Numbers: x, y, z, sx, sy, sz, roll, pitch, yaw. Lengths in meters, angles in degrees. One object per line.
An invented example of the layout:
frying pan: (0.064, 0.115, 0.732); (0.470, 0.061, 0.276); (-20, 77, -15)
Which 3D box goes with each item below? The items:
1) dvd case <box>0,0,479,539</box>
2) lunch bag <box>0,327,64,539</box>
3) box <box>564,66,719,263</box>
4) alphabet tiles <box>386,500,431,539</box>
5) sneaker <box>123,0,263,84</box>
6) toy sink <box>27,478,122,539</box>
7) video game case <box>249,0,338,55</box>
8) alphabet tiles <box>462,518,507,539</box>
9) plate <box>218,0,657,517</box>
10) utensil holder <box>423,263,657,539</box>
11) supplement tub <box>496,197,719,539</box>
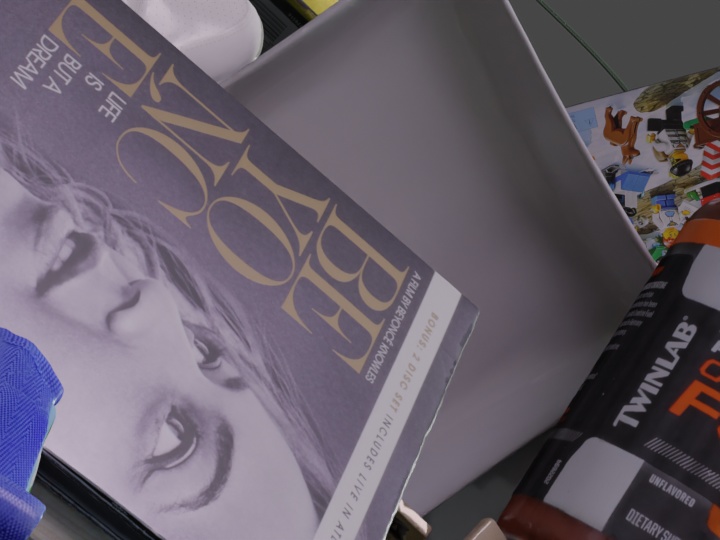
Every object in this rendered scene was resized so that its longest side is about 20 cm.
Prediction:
dvd case: (-0.063, -0.005, 0.561); (0.200, 0.016, 0.149); (41, 40, -12)
lunch bag: (-0.136, 0.101, 0.451); (0.094, 0.200, 0.151); (38, 24, -15)
box: (0.125, -0.015, 1.040); (0.038, 0.200, 0.137); (35, 42, -72)
alphabet tiles: (-0.068, 0.037, 0.751); (0.200, 0.166, 0.006); (44, 57, -4)
sneaker: (-0.118, -0.111, 0.747); (0.200, 0.080, 0.070); (9, 29, -31)
toy sink: (-0.091, 0.034, 0.623); (0.130, 0.112, 0.200); (37, -19, -17)
video game case: (-0.107, -0.139, 0.943); (0.181, 0.200, 0.026); (43, 64, -5)
alphabet tiles: (0.054, 0.213, 0.724); (0.167, 0.008, 0.200); (-42, 102, -41)
plate: (0.000, 0.000, 0.814); (0.200, 0.199, 0.032); (58, -4, -24)
utensil holder: (0.101, 0.083, 0.929); (0.200, 0.170, 0.170); (49, 23, 11)
supplement tub: (0.143, 0.046, 0.797); (0.107, 0.200, 0.107); (32, -11, 7)
